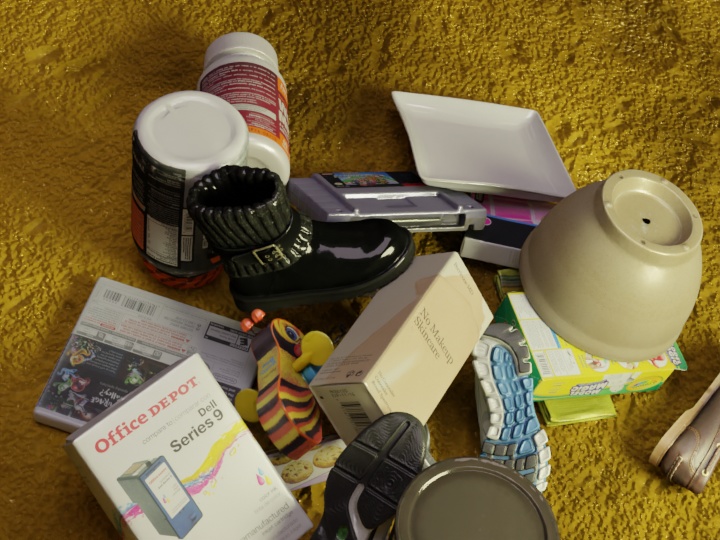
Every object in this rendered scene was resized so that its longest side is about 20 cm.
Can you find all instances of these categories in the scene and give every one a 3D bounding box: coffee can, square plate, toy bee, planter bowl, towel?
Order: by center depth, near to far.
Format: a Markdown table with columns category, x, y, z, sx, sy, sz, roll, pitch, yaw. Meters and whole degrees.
| category | x | y | z | sx | sy | sz | roll | pitch | yaw |
| --- | --- | --- | --- | --- | --- | --- | --- | --- | --- |
| coffee can | 0.086 | 0.283 | 1.295 | 0.144 | 0.201 | 0.148 | 5 | 52 | -7 |
| toy bee | -0.083 | 0.098 | 1.446 | 0.108 | 0.131 | 0.200 | 39 | 8 | -18 |
| planter bowl | 0.288 | -0.021 | 1.535 | 0.198 | 0.135 | 0.202 | 12 | 48 | -14 |
| towel | 0.216 | 0.080 | 1.586 | 0.085 | 0.018 | 0.202 | -7 | 55 | -14 |
| square plate | 0.143 | -0.144 | 1.699 | 0.196 | 0.029 | 0.201 | 6 | 35 | -15 |

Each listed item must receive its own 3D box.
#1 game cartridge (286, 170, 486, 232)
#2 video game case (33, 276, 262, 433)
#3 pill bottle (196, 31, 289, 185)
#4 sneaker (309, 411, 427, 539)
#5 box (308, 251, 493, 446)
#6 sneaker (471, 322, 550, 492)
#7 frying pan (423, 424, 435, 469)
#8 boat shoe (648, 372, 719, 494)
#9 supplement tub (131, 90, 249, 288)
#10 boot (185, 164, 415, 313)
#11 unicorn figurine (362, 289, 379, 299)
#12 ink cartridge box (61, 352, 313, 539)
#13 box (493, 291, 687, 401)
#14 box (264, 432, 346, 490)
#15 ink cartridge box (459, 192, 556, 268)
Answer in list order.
| category | x | y | z | sx | sy | sz | roll | pitch | yaw |
| --- | --- | --- | --- | --- | --- | --- | --- | --- | --- |
| game cartridge | 0.027 | -0.078 | 1.608 | 0.198 | 0.039 | 0.130 | -3 | 27 | -25 |
| video game case | -0.214 | 0.109 | 1.484 | 0.198 | 0.023 | 0.183 | 18 | 52 | 2 |
| pill bottle | -0.138 | -0.179 | 1.653 | 0.108 | 0.110 | 0.202 | 3 | 48 | -8 |
| sneaker | 0.005 | 0.223 | 1.349 | 0.075 | 0.115 | 0.202 | 29 | 92 | 13 |
| box | 0.044 | 0.079 | 1.415 | 0.077 | 0.095 | 0.201 | -8 | 34 | 42 |
| sneaker | 0.154 | 0.161 | 1.483 | 0.074 | 0.087 | 0.203 | -3 | 77 | 1 |
| frying pan | 0.044 | 0.185 | 1.443 | 0.114 | 0.031 | 0.191 | 5 | 44 | -43 |
| boat shoe | 0.391 | 0.159 | 1.527 | 0.070 | 0.071 | 0.200 | 34 | 63 | 24 |
| supplement tub | -0.184 | -0.081 | 1.515 | 0.121 | 0.201 | 0.124 | 5 | 50 | -6 |
| boot | -0.057 | -0.043 | 1.426 | 0.209 | 0.159 | 0.080 | -15 | 43 | 2 |
| unicorn figurine | 0.000 | 0.000 | 1.571 | 0.136 | 0.074 | 0.201 | 16 | 55 | 7 |
| ink cartridge box | -0.162 | 0.200 | 1.323 | 0.145 | 0.087 | 0.201 | -34 | 92 | -20 |
| box | 0.255 | 0.077 | 1.562 | 0.198 | 0.049 | 0.118 | -3 | 54 | -23 |
| box | -0.104 | 0.206 | 1.411 | 0.198 | 0.039 | 0.042 | -13 | 95 | -20 |
| ink cartridge box | 0.217 | -0.036 | 1.652 | 0.197 | 0.037 | 0.095 | 14 | 43 | 0 |
